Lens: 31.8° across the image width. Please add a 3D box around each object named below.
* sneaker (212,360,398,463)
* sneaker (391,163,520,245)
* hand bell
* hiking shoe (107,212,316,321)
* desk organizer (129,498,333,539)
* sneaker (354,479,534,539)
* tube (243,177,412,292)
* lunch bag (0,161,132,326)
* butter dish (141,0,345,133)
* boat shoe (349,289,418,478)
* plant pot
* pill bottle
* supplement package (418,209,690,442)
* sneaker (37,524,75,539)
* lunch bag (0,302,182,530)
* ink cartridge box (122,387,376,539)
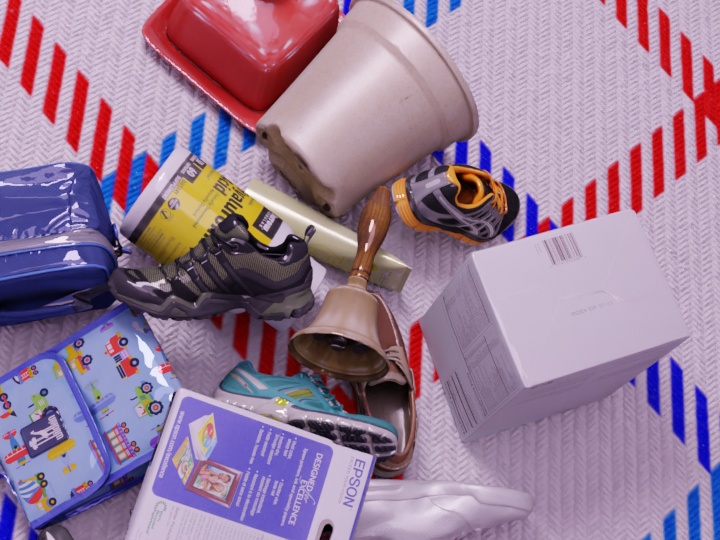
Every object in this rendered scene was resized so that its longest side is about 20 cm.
[{"bbox_3d":[-0.053,0.137,1.260,0.199,0.078,0.080,15,52,17],"label":"sneaker"},{"bbox_3d":[0.122,-0.077,1.377,0.199,0.077,0.079,-3,70,-51],"label":"sneaker"},{"bbox_3d":[0.000,0.000,1.283,0.103,0.104,0.201,18,63,-6],"label":"hand bell"},{"bbox_3d":[-0.141,-0.008,1.211,0.198,0.076,0.101,0,104,-13],"label":"hiking shoe"},{"bbox_3d":[-0.116,0.243,1.220,0.199,0.077,0.072,-7,71,-17],"label":"desk organizer"},{"bbox_3d":[0.077,0.256,1.276,0.198,0.075,0.089,2,80,-7],"label":"sneaker"},{"bbox_3d":[-0.039,-0.033,1.357,0.199,0.052,0.058,27,20,1],"label":"tube"},{"bbox_3d":[-0.324,-0.014,1.231,0.198,0.136,0.133,-9,72,-5],"label":"lunch bag"},{"bbox_3d":[-0.111,-0.290,1.398,0.199,0.148,0.200,40,65,5],"label":"butter dish"},{"bbox_3d":[0.025,0.111,1.311,0.075,0.072,0.201,-6,70,-16],"label":"boat shoe"},{"bbox_3d":[-0.006,-0.164,1.363,0.183,0.201,0.201,-41,83,-14],"label":"plant pot"},{"bbox_3d":[-0.138,-0.026,1.299,0.200,0.111,0.112,36,64,-9],"label":"pill bottle"},{"bbox_3d":[0.191,0.060,1.303,0.190,0.200,0.148,-14,72,-19],"label":"supplement package"},{"bbox_3d":[-0.231,0.319,1.175,0.080,0.074,0.201,-31,82,-38],"label":"sneaker"},{"bbox_3d":[-0.270,0.148,1.223,0.199,0.094,0.151,-28,73,-12],"label":"lunch bag"},{"bbox_3d":[-0.108,0.234,1.156,0.199,0.047,0.199,22,74,-13],"label":"ink cartridge box"}]
